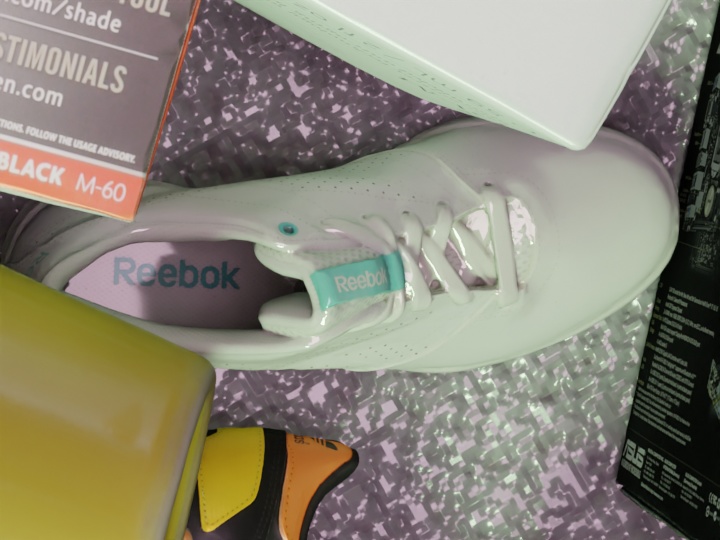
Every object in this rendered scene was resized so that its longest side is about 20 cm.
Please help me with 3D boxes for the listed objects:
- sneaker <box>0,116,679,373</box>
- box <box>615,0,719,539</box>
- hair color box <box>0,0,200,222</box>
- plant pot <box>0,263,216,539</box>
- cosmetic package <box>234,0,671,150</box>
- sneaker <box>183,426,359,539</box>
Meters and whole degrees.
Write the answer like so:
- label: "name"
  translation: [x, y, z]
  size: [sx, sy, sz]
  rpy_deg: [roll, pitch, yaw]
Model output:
- label: "sneaker"
  translation: [0.000, 0.000, 0.787]
  size: [0.200, 0.088, 0.075]
  rpy_deg: [-8, 96, -8]
- label: "box"
  translation: [0.147, 0.006, 0.754]
  size: [0.086, 0.200, 0.164]
  rpy_deg: [11, 93, -8]
- label: "hair color box"
  translation: [-0.108, -0.063, 0.707]
  size: [0.111, 0.200, 0.064]
  rpy_deg: [15, 93, -10]
- label: "plant pot"
  translation: [-0.143, 0.064, 0.701]
  size: [0.189, 0.201, 0.201]
  rpy_deg: [15, 93, 0]
- label: "cosmetic package"
  translation: [-0.020, -0.133, 0.714]
  size: [0.199, 0.200, 0.123]
  rpy_deg: [28, 93, -10]
- label: "sneaker"
  translation: [-0.028, 0.143, 0.806]
  size: [0.090, 0.070, 0.200]
  rpy_deg: [-7, 95, -5]
